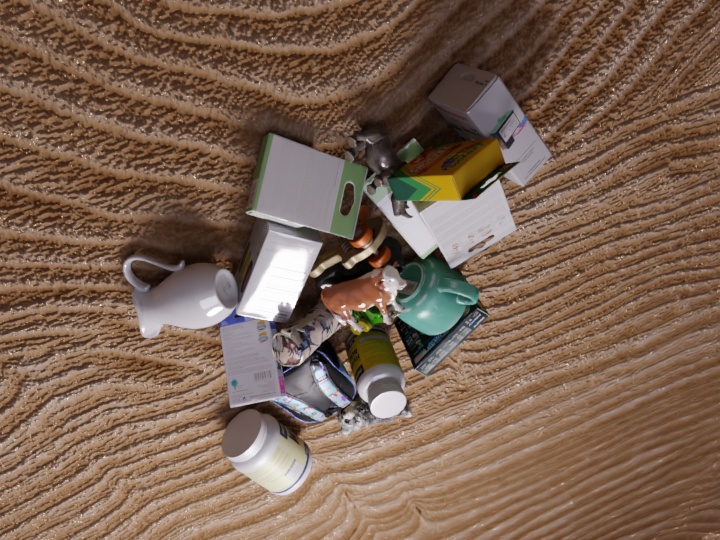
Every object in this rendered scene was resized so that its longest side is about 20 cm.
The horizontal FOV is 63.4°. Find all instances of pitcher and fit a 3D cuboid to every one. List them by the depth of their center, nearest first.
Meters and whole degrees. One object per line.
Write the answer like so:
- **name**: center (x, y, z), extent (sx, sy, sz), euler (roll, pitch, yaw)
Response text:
- **pitcher**: center (-0.349, 0.034, 1.117), extent (0.198, 0.122, 0.173), euler (-13, 114, 19)

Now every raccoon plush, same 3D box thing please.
- **raccoon plush**: center (0.032, 0.380, 1.494), extent (0.134, 0.097, 0.200), euler (-38, 126, 21)

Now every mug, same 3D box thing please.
- **mug**: center (0.148, 0.038, 1.241), extent (0.114, 0.153, 0.185), euler (31, 123, -32)

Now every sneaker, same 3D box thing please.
- **sneaker**: center (0.000, 0.000, 1.216), extent (0.198, 0.091, 0.076), euler (-23, 129, 2)

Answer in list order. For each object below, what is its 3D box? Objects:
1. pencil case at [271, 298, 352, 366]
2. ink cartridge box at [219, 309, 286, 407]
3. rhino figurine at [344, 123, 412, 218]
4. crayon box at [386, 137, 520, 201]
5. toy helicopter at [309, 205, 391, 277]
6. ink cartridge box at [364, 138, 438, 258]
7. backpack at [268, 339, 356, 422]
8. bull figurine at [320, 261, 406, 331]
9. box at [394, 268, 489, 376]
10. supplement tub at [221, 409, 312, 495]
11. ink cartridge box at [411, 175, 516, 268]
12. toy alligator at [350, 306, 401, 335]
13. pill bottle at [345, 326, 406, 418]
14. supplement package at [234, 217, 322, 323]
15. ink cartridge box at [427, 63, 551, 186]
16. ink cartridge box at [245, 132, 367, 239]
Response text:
- **pencil case**: center (-0.097, 0.115, 1.215), extent (0.077, 0.200, 0.090), euler (35, 132, 15)
- **ink cartridge box**: center (-0.230, 0.176, 1.230), extent (0.118, 0.202, 0.042), euler (-13, 172, 14)
- **rhino figurine**: center (0.049, -0.181, 1.081), extent (0.087, 0.060, 0.201), euler (-45, 112, -30)
- **crayon box**: center (0.155, -0.171, 1.000), extent (0.127, 0.199, 0.051), euler (-39, 117, -27)
- **toy helicopter**: center (-0.031, -0.049, 1.166), extent (0.199, 0.133, 0.079), euler (-28, 126, 27)
- **ink cartridge box**: center (0.115, -0.144, 1.169), extent (0.145, 0.048, 0.200), euler (-40, 104, 12)
- **backpack**: center (-0.113, 0.243, 1.323), extent (0.182, 0.135, 0.200), euler (-36, 126, 10)
- **bull figurine**: center (0.017, 0.053, 1.161), extent (0.198, 0.065, 0.122), euler (-13, 120, 31)
- **box**: center (0.174, 0.110, 1.299), extent (0.046, 0.160, 0.200), euler (30, 111, -32)
- **supplement tub**: center (-0.227, 0.442, 1.423), extent (0.144, 0.146, 0.200), euler (-34, 126, 9)
- **ink cartridge box**: center (0.206, -0.110, 1.134), extent (0.161, 0.050, 0.200), euler (-32, 141, 7)
- **toy alligator**: center (0.021, 0.094, 1.273), extent (0.059, 0.200, 0.054), euler (-39, 94, -33)
- **pill bottle**: center (0.038, 0.229, 1.316), extent (0.110, 0.201, 0.112), euler (-8, 126, -11)
- **supplement package**: center (-0.167, -0.014, 1.142), extent (0.108, 0.114, 0.201), euler (13, 120, -24)
- **ink cartridge box**: center (0.233, -0.264, 1.057), extent (0.084, 0.145, 0.200), euler (-47, 124, 4)
- **ink cartridge box**: center (-0.095, -0.148, 1.065), extent (0.198, 0.048, 0.147), euler (15, 82, -25)
